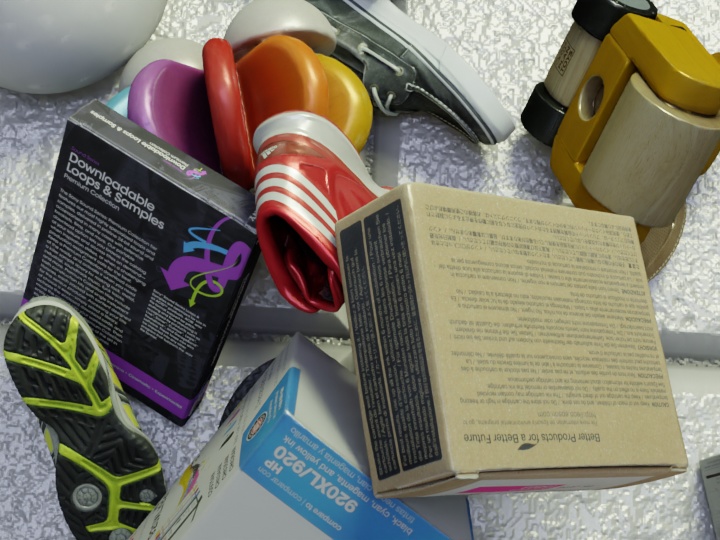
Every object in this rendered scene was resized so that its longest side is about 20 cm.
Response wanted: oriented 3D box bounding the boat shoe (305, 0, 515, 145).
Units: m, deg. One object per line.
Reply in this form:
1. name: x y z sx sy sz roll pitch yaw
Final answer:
1. boat shoe: 0.026 -0.148 1.018 0.200 0.072 0.071 41 86 18

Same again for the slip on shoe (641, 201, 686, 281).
1. slip on shoe: 0.174 -0.016 0.964 0.199 0.061 0.076 -33 84 -30

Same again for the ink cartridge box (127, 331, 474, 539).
1. ink cartridge box: -0.048 0.174 0.841 0.144 0.147 0.200 37 102 -10

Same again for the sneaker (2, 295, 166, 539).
1. sneaker: -0.179 0.106 0.926 0.075 0.076 0.202 -16 108 -3

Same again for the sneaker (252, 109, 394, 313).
1. sneaker: 0.000 0.000 0.856 0.200 0.078 0.116 35 44 -30

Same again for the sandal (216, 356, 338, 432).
1. sandal: -0.076 0.143 0.956 0.075 0.045 0.201 30 92 9

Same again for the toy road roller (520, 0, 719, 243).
1. toy road roller: 0.215 -0.109 0.956 0.145 0.124 0.201 12 32 -20

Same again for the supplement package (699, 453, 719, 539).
1. supplement package: 0.315 0.213 0.915 0.109 0.114 0.202 -10 78 -4

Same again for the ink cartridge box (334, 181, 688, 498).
1. ink cartridge box: 0.090 0.045 0.798 0.199 0.075 0.166 6 69 -40

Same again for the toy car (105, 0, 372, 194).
1. toy car: -0.098 -0.095 0.935 0.199 0.150 0.177 -17 78 20

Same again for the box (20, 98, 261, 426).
1. box: -0.148 0.000 0.912 0.142 0.201 0.036 31 42 5

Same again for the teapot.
1. teapot: -0.238 -0.233 0.965 0.197 0.146 0.200 38 78 20
